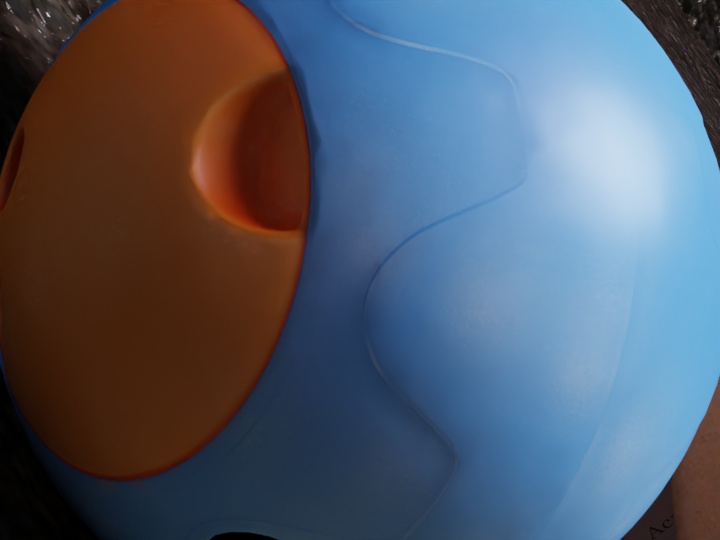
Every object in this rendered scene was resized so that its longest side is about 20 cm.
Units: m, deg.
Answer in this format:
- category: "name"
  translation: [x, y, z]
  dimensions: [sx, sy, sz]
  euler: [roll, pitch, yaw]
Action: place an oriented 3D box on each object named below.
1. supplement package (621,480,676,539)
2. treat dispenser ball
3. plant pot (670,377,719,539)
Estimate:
- category: "supplement package"
  translation: [0.035, 0.029, 1.026]
  dimensions: [0.200, 0.121, 0.120]
  euler: [44, 15, -37]
- category: "treat dispenser ball"
  translation: [0.000, 0.000, 0.808]
  dimensions: [0.201, 0.201, 0.201]
  euler: [50, 14, -17]
- category: "plant pot"
  translation: [0.216, 0.117, 0.940]
  dimensions: [0.200, 0.200, 0.177]
  euler: [41, 49, -40]
